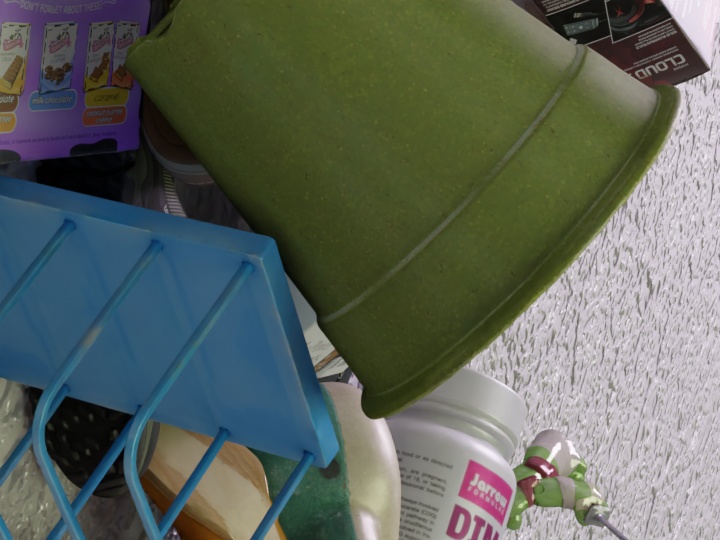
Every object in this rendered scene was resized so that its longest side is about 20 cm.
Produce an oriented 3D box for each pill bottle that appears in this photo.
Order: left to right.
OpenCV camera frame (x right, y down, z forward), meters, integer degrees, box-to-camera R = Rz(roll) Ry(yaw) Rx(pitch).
[{"bbox_3d":[0.037,0.167,1.492,0.113,0.113,0.200,56,47,-56],"label":"pill bottle"}]

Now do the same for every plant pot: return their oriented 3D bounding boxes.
[{"bbox_3d":[0.003,-0.070,0.995,0.200,0.190,0.200,-46,-172,9],"label":"plant pot"}]

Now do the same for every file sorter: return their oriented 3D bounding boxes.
[{"bbox_3d":[-0.135,0.055,1.007,0.123,0.200,0.139,-57,147,-34],"label":"file sorter"}]

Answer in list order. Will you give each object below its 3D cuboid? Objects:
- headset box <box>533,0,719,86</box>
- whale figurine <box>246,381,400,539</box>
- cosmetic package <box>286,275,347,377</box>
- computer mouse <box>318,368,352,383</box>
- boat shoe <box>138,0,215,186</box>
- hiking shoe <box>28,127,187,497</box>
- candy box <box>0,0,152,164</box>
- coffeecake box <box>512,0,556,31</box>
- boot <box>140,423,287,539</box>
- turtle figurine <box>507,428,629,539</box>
[{"bbox_3d":[0.154,-0.212,1.399,0.200,0.075,0.149,48,38,-32],"label":"headset box"},{"bbox_3d":[-0.035,0.165,1.307,0.159,0.104,0.200,159,-70,-76],"label":"whale figurine"},{"bbox_3d":[0.000,0.000,1.268,0.151,0.052,0.200,-44,170,14],"label":"cosmetic package"},{"bbox_3d":[-0.022,0.085,1.435,0.140,0.046,0.200,41,63,-61],"label":"computer mouse"},{"bbox_3d":[-0.074,-0.101,1.164,0.200,0.071,0.065,-87,178,-50],"label":"boat shoe"},{"bbox_3d":[-0.115,0.017,1.176,0.101,0.076,0.200,-19,116,-58],"label":"hiking shoe"},{"bbox_3d":[-0.161,-0.152,1.017,0.168,0.071,0.200,-12,110,-64],"label":"candy box"},{"bbox_3d":[0.063,-0.097,1.422,0.154,0.073,0.200,-44,170,27],"label":"coffeecake box"},{"bbox_3d":[-0.079,0.179,1.246,0.071,0.201,0.144,-30,150,-52],"label":"boot"},{"bbox_3d":[0.114,0.201,1.640,0.144,0.200,0.194,-71,167,18],"label":"turtle figurine"}]
